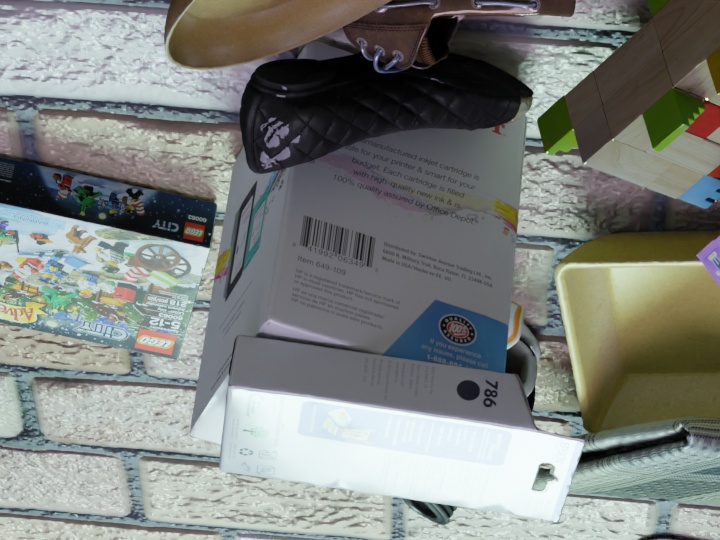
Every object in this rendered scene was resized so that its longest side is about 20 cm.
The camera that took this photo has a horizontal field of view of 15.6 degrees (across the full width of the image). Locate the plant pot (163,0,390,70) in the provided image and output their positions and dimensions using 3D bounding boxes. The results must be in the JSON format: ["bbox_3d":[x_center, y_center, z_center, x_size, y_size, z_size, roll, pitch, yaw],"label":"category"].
[{"bbox_3d":[-0.013,-0.162,1.309,0.199,0.028,0.200,-27,170,-5],"label":"plant pot"}]

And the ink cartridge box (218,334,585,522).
[{"bbox_3d":[0.022,0.089,1.464,0.198,0.039,0.100,10,146,-1],"label":"ink cartridge box"}]

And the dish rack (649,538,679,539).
[{"bbox_3d":[0.288,0.275,2.016,0.198,0.044,0.172,11,145,-3],"label":"dish rack"}]

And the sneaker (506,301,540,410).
[{"bbox_3d":[0.081,0.089,1.764,0.079,0.079,0.201,4,144,11],"label":"sneaker"}]

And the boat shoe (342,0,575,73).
[{"bbox_3d":[0.023,-0.146,1.433,0.199,0.073,0.072,-12,-179,24],"label":"boat shoe"}]

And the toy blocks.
[{"bbox_3d":[0.217,-0.103,1.476,0.136,0.100,0.200,18,136,-36],"label":"toy blocks"}]

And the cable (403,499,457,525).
[{"bbox_3d":[0.033,0.125,1.847,0.097,0.051,0.200,14,162,39],"label":"cable"}]

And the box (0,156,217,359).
[{"bbox_3d":[-0.202,-0.011,1.710,0.198,0.038,0.137,12,144,-6],"label":"box"}]

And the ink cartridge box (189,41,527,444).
[{"bbox_3d":[0.000,0.000,1.551,0.146,0.201,0.146,17,145,-14],"label":"ink cartridge box"}]

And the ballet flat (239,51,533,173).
[{"bbox_3d":[0.014,-0.092,1.489,0.199,0.066,0.057,-6,119,-35],"label":"ballet flat"}]

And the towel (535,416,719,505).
[{"bbox_3d":[0.231,0.126,1.766,0.191,0.035,0.200,6,164,-32],"label":"towel"}]

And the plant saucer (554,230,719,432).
[{"bbox_3d":[0.234,0.034,1.688,0.198,0.049,0.201,0,144,12],"label":"plant saucer"}]

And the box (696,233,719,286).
[{"bbox_3d":[0.288,-0.066,1.460,0.039,0.136,0.200,53,145,8],"label":"box"}]
